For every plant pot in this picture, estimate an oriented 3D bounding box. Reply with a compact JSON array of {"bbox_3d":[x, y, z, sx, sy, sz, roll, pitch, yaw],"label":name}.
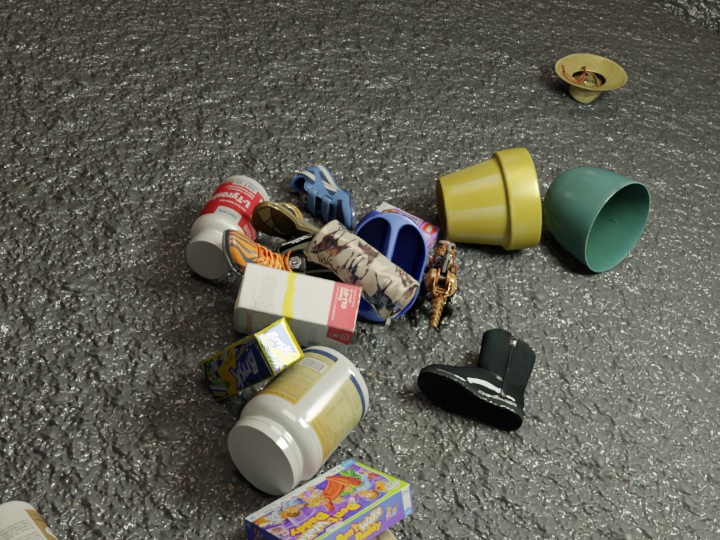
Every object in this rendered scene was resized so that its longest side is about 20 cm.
[{"bbox_3d":[0.255,-0.137,1.844,0.185,0.203,0.203,-8,42,-2],"label":"plant pot"},{"bbox_3d":[0.479,-0.123,1.891,0.198,0.204,0.160,-18,38,-33],"label":"plant pot"}]

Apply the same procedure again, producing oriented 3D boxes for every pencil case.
[{"bbox_3d":[0.000,0.000,1.544,0.199,0.078,0.090,38,78,11],"label":"pencil case"}]

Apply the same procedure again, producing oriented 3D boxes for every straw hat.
[{"bbox_3d":[0.610,-0.500,2.436,0.197,0.086,0.203,4,41,-3],"label":"straw hat"}]

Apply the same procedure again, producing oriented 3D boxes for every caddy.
[{"bbox_3d":[0.043,-0.011,1.624,0.139,0.204,0.105,12,18,-2],"label":"caddy"}]

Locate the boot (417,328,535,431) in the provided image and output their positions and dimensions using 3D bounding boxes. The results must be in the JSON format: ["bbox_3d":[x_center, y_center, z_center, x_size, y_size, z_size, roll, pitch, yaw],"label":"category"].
[{"bbox_3d":[0.202,0.168,1.553,0.197,0.077,0.170,22,44,-2],"label":"boot"}]

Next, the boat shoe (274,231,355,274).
[{"bbox_3d":[-0.069,-0.044,1.685,0.195,0.067,0.076,-9,54,-3],"label":"boat shoe"}]

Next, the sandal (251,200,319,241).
[{"bbox_3d":[-0.137,-0.096,1.692,0.199,0.079,0.055,25,54,-57],"label":"sandal"}]

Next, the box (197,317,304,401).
[{"bbox_3d":[-0.170,0.138,1.381,0.064,0.199,0.071,-29,90,-38],"label":"box"}]

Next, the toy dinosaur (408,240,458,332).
[{"bbox_3d":[0.136,0.030,1.647,0.101,0.137,0.200,28,42,15],"label":"toy dinosaur"}]

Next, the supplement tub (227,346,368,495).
[{"bbox_3d":[-0.092,0.223,1.352,0.143,0.146,0.200,30,42,18],"label":"supplement tub"}]

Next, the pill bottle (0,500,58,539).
[{"bbox_3d":[-0.396,0.389,1.094,0.113,0.116,0.199,-27,55,-38],"label":"pill bottle"}]

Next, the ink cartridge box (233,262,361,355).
[{"bbox_3d":[-0.107,0.066,1.512,0.196,0.145,0.085,12,69,-4],"label":"ink cartridge box"}]

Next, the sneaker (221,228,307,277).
[{"bbox_3d":[-0.153,-0.022,1.559,0.110,0.200,0.079,-11,62,20],"label":"sneaker"}]

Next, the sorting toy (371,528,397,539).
[{"bbox_3d":[0.005,0.445,1.219,0.183,0.037,0.201,-19,55,-33],"label":"sorting toy"}]

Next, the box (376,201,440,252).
[{"bbox_3d":[0.060,-0.048,1.789,0.135,0.040,0.200,26,41,14],"label":"box"}]

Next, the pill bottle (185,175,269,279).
[{"bbox_3d":[-0.248,-0.079,1.675,0.110,0.114,0.201,17,40,4],"label":"pill bottle"}]

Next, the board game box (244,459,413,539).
[{"bbox_3d":[-0.042,0.340,1.257,0.198,0.046,0.133,-21,20,-38],"label":"board game box"}]

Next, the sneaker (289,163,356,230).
[{"bbox_3d":[-0.074,-0.141,1.834,0.081,0.075,0.200,-14,41,-27],"label":"sneaker"}]
